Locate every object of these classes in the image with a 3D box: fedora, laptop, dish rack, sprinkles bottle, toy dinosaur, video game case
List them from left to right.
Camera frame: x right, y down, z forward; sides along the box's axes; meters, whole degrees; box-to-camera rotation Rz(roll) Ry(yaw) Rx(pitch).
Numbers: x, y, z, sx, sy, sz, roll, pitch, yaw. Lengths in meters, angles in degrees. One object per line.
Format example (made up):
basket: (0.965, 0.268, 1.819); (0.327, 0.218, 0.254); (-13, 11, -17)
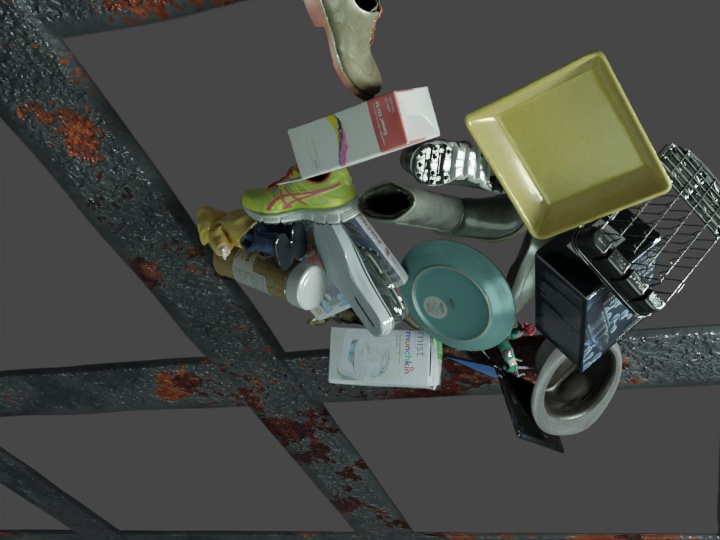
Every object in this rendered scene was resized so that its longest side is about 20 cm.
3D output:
sprinkles bottle: (-0.142, 0.001, 1.375); (0.197, 0.069, 0.069); (19, 157, 37)
video game case: (-0.050, -0.021, 1.393); (0.198, 0.023, 0.183); (-24, 113, 37)
toy dinosaur: (0.005, 0.072, 1.500); (0.195, 0.049, 0.088); (4, 157, 3)
laptop: (0.254, 0.236, 1.587); (0.102, 0.204, 0.176); (-32, 145, 26)
fedora: (0.360, 0.176, 1.544); (0.173, 0.091, 0.204); (0, 119, -21)
dish rack: (0.391, -0.057, 1.168); (0.153, 0.200, 0.054); (45, 170, -9)

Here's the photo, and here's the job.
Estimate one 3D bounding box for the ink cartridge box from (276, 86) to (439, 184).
ink cartridge box: (-0.012, -0.171, 1.134); (0.196, 0.116, 0.069); (-15, 96, 28)

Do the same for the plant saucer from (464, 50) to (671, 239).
plant saucer: (0.262, -0.159, 1.119); (0.197, 0.049, 0.202); (-21, 113, 37)

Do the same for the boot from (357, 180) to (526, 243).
boot: (0.118, -0.085, 1.210); (0.179, 0.074, 0.199); (-9, 163, 33)

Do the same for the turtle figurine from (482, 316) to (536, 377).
turtle figurine: (0.210, 0.097, 1.500); (0.197, 0.103, 0.149); (22, -176, -28)

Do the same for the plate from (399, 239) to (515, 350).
plate: (0.141, 0.046, 1.357); (0.196, 0.026, 0.204); (19, 131, 22)

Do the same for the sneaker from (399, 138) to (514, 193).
sneaker: (0.138, -0.146, 1.196); (0.196, 0.068, 0.090); (1, -166, -27)

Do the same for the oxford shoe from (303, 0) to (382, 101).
oxford shoe: (-0.004, -0.277, 1.032); (0.073, 0.072, 0.201); (-15, 145, 15)

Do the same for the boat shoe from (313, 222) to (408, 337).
boat shoe: (0.000, 0.000, 1.324); (0.072, 0.070, 0.203); (-29, 90, 56)

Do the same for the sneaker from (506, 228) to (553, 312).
sneaker: (0.275, 0.013, 1.382); (0.083, 0.074, 0.202); (12, 144, -2)

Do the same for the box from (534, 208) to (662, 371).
box: (0.340, 0.022, 1.292); (0.147, 0.107, 0.202); (-36, 146, -14)

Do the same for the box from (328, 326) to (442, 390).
box: (0.048, 0.154, 1.541); (0.172, 0.099, 0.200); (0, 173, 11)

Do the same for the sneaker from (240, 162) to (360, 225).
sneaker: (-0.089, -0.120, 1.283); (0.196, 0.078, 0.092); (1, 114, 26)

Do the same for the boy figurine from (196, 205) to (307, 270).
boy figurine: (-0.181, -0.053, 1.345); (0.196, 0.124, 0.066); (11, 126, 32)

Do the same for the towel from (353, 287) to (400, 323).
towel: (-0.038, 0.016, 1.490); (0.198, 0.030, 0.146); (29, 140, -27)
